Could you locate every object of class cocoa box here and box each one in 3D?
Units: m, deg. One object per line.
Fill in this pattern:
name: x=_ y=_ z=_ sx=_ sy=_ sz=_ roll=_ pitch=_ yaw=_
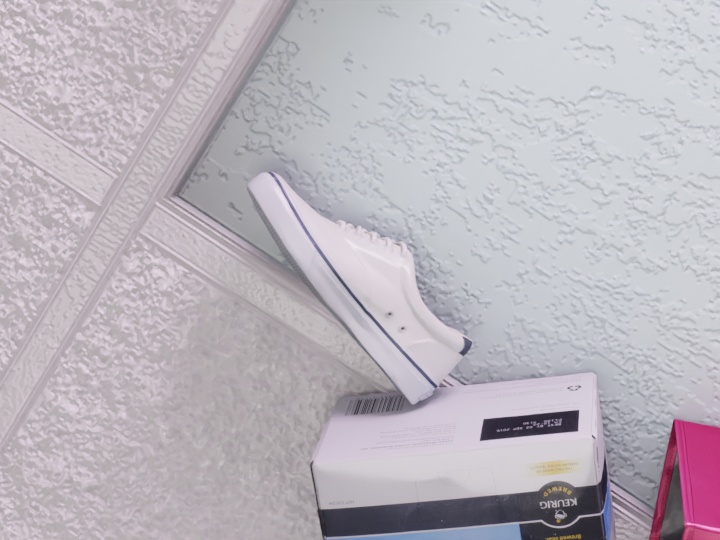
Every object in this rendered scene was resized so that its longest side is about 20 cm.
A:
cocoa box: x=0.078 y=0.164 z=1.382 sx=0.198 sy=0.133 sz=0.132 roll=-6 pitch=106 yaw=10

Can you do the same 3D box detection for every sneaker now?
sneaker: x=0.000 y=0.000 z=1.387 sx=0.071 sy=0.073 sz=0.200 roll=-41 pitch=100 yaw=-5

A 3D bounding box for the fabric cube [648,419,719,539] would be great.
fabric cube: x=0.298 y=0.241 z=1.343 sx=0.198 sy=0.196 sz=0.202 roll=10 pitch=107 yaw=3
